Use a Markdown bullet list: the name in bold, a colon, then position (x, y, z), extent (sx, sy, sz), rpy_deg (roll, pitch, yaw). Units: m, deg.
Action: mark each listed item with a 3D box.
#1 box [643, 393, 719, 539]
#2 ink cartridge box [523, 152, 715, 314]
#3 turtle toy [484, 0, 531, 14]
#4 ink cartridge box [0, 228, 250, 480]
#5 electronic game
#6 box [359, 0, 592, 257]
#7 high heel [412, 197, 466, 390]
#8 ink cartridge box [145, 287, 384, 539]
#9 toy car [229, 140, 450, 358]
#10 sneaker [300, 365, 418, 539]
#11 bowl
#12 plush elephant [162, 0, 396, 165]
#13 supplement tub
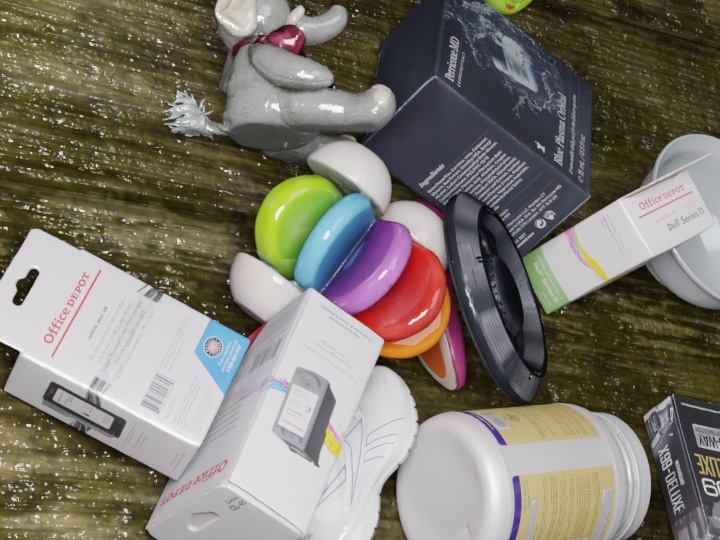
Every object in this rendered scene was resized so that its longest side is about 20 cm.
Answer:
- **box**: position (0.391, 0.221, 1.850), extent (0.199, 0.050, 0.158), rpy_deg (15, 50, -31)
- **ink cartridge box**: position (0.266, -0.036, 1.796), extent (0.117, 0.200, 0.068), rpy_deg (-25, 84, -41)
- **turtle toy**: position (0.135, -0.356, 1.922), extent (0.145, 0.101, 0.201), rpy_deg (8, 64, -34)
- **ink cartridge box**: position (-0.205, 0.066, 1.462), extent (0.199, 0.068, 0.116), rpy_deg (29, 52, -6)
- **electronic game**: position (0.121, 0.025, 1.646), extent (0.200, 0.041, 0.201), rpy_deg (-19, 90, -73)
- **box**: position (0.117, -0.148, 1.765), extent (0.200, 0.117, 0.197), rpy_deg (35, 35, -19)
- **high heel**: position (0.088, 0.016, 1.721), extent (0.096, 0.067, 0.201), rpy_deg (-7, 69, -28)
- **ink cartridge box**: position (-0.077, 0.134, 1.488), extent (0.085, 0.147, 0.201), rpy_deg (34, 53, -16)
- **toy car**: position (0.000, 0.000, 1.570), extent (0.200, 0.150, 0.175), rpy_deg (43, 79, -32)
- **sneaker**: position (-0.012, 0.158, 1.569), extent (0.087, 0.074, 0.201), rpy_deg (42, 48, -25)
- **bowl**: position (0.361, -0.038, 1.944), extent (0.200, 0.090, 0.202), rpy_deg (16, 60, -30)
- **plush elephant**: position (-0.072, -0.188, 1.630), extent (0.199, 0.165, 0.156), rpy_deg (6, 73, -6)
- **supplement tub**: position (0.148, 0.194, 1.631), extent (0.199, 0.145, 0.146), rpy_deg (0, 69, -37)
